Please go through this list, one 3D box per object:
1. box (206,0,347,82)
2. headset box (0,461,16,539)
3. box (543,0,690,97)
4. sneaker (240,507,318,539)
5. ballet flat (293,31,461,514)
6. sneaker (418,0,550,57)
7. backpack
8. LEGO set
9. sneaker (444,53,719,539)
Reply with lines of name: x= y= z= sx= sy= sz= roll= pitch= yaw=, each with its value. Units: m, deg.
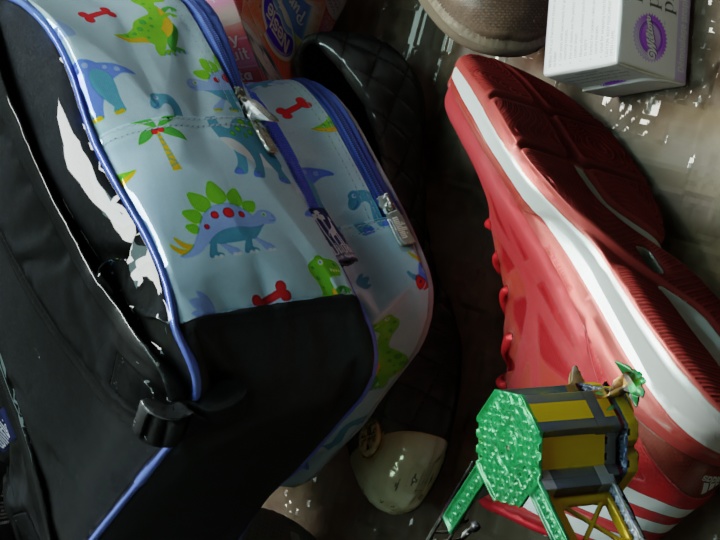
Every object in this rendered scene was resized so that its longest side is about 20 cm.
box: x=-0.119 y=-0.121 z=1.043 sx=0.199 sy=0.095 sz=0.103 roll=-1 pitch=40 yaw=25
headset box: x=-0.202 y=0.157 z=1.101 sx=0.077 sy=0.149 sz=0.201 roll=15 pitch=92 yaw=12
box: x=0.102 y=-0.167 z=0.929 sx=0.041 sy=0.039 sz=0.201 roll=-8 pitch=74 yaw=49
sneaker: x=-0.032 y=0.188 z=0.967 sx=0.080 sy=0.070 sz=0.201 roll=-42 pitch=52 yaw=37
ballet flat: x=0.000 y=0.000 z=0.988 sx=0.066 sy=0.057 sz=0.201 roll=-26 pitch=62 yaw=42
sneaker: x=0.048 y=-0.183 z=0.955 sx=0.076 sy=0.070 sz=0.201 roll=119 pitch=148 yaw=-63
backpack: x=-0.079 y=-0.004 z=0.939 sx=0.201 sy=0.146 sz=0.183 roll=63 pitch=142 yaw=22
LEGO set: x=0.087 y=0.130 z=0.819 sx=0.154 sy=0.115 sz=0.201 roll=58 pitch=138 yaw=40
sneaker: x=0.061 y=0.019 z=0.900 sx=0.116 sy=0.078 sz=0.200 roll=-51 pitch=45 yaw=25
